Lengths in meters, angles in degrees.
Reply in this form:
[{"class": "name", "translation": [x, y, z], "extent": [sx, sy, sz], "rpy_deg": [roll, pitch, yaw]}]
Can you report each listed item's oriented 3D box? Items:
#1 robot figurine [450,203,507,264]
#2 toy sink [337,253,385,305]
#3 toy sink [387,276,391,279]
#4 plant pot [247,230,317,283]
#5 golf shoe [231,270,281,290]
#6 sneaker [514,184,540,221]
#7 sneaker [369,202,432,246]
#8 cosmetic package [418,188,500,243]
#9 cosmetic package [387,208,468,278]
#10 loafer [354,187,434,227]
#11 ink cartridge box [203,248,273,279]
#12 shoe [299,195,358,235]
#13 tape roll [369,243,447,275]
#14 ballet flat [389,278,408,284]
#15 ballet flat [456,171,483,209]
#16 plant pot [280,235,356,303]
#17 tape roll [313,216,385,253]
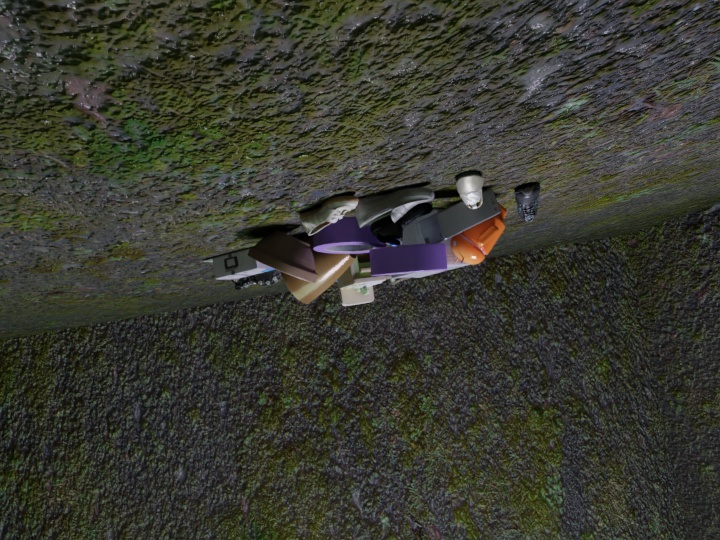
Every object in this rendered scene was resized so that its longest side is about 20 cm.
[{"class": "robot figurine", "translation": [0.330, -0.104, 1.850], "extent": [0.143, 0.203, 0.116], "rpy_deg": [34, 180, 41]}, {"class": "toy sink", "translation": [0.000, 0.000, 2.128], "extent": [0.127, 0.207, 0.111], "rpy_deg": [-5, 174, -31]}, {"class": "toy sink", "translation": [0.096, -0.021, 2.643], "extent": [0.126, 0.116, 0.199], "rpy_deg": [-8, 179, -21]}, {"class": "plant pot", "translation": [-0.195, -0.046, 1.756], "extent": [0.196, 0.095, 0.201], "rpy_deg": [23, 180, 0]}, {"class": "golf shoe", "translation": [-0.380, 0.016, 2.438], "extent": [0.193, 0.080, 0.088], "rpy_deg": [-9, -165, 14]}, {"class": "sneaker", "translation": [0.476, -0.189, 1.845], "extent": [0.073, 0.082, 0.200], "rpy_deg": [-11, 173, 14]}, {"class": "sneaker", "translation": [0.105, -0.115, 1.643], "extent": [0.194, 0.115, 0.073], "rpy_deg": [-7, 157, -25]}, {"class": "cosmetic package", "translation": [0.257, -0.139, 1.710], "extent": [0.196, 0.076, 0.101], "rpy_deg": [-24, -178, -28]}, {"class": "cosmetic package", "translation": [0.199, -0.078, 1.977], "extent": [0.196, 0.171, 0.163], "rpy_deg": [-14, 173, 38]}, {"class": "loafer", "translation": [0.082, -0.149, 1.550], "extent": [0.194, 0.072, 0.070], "rpy_deg": [-12, 174, 14]}, {"class": "ink cartridge box", "translation": [-0.377, -0.016, 2.037], "extent": [0.194, 0.069, 0.115], "rpy_deg": [-13, 175, 22]}, {"class": "shoe", "translation": [-0.071, -0.130, 1.543], "extent": [0.069, 0.055, 0.197], "rpy_deg": [-5, 172, -41]}, {"class": "tape roll", "translation": [0.120, -0.027, 1.654], "extent": [0.193, 0.068, 0.200], "rpy_deg": [-5, 180, 0]}, {"class": "ballet flat", "translation": [0.207, 0.030, 3.669], "extent": [0.066, 0.070, 0.198], "rpy_deg": [17, 154, -32]}, {"class": "ballet flat", "translation": [0.268, -0.184, 1.572], "extent": [0.067, 0.072, 0.200], "rpy_deg": [-11, 174, 13]}, {"class": "plant pot", "translation": [-0.114, -0.031, 1.929], "extent": [0.196, 0.191, 0.185], "rpy_deg": [-26, 169, 20]}, {"class": "tape roll", "translation": [-0.029, -0.091, 1.742], "extent": [0.193, 0.068, 0.200], "rpy_deg": [-2, 175, 0]}]
